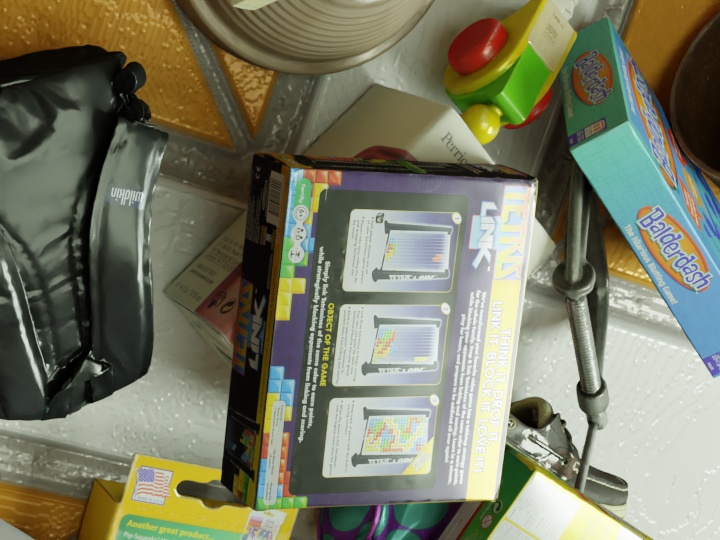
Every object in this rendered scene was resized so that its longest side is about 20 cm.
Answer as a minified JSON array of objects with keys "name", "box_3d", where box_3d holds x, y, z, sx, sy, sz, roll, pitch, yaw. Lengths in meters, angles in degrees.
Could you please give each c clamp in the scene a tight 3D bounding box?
[{"name":"c clamp","box_3d":[0.151,0.028,1.242,0.200,0.027,0.171,76,22,-44]}]

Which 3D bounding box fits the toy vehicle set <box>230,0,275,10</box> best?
[{"name":"toy vehicle set","box_3d":[-0.043,-0.262,1.056,0.026,0.124,0.201,-2,73,-65]}]

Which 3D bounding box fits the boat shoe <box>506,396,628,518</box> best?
[{"name":"boat shoe","box_3d":[0.114,0.119,1.291,0.199,0.073,0.065,23,91,-34]}]

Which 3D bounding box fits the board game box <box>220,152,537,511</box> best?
[{"name":"board game box","box_3d":[0.011,0.035,1.106,0.165,0.057,0.201,2,101,-28]}]

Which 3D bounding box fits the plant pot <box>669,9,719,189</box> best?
[{"name":"plant pot","box_3d":[0.339,-0.080,1.311,0.187,0.187,0.200,-50,133,-7]}]

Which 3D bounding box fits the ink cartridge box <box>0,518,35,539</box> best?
[{"name":"ink cartridge box","box_3d":[-0.201,0.250,1.088,0.200,0.147,0.146,33,93,-7]}]

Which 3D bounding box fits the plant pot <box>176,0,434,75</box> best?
[{"name":"plant pot","box_3d":[-0.017,-0.213,1.135,0.200,0.093,0.202,-7,107,-24]}]

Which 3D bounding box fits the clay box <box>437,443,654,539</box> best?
[{"name":"clay box","box_3d":[0.139,0.210,1.242,0.200,0.048,0.115,35,91,-32]}]

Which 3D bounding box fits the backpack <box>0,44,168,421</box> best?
[{"name":"backpack","box_3d":[-0.187,-0.019,1.080,0.166,0.127,0.201,-14,110,-11]}]

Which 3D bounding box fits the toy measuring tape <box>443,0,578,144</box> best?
[{"name":"toy measuring tape","box_3d":[0.103,-0.153,1.228,0.074,0.073,0.200,49,52,-27]}]

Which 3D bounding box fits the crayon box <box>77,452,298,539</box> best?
[{"name":"crayon box","box_3d":[-0.125,0.214,1.210,0.125,0.052,0.201,14,97,-28]}]

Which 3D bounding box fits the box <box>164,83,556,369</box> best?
[{"name":"box","box_3d":[0.000,0.000,1.185,0.200,0.109,0.128,-45,117,-9]}]

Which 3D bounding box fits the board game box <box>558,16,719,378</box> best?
[{"name":"board game box","box_3d":[0.198,-0.050,1.249,0.045,0.152,0.200,-27,118,18]}]

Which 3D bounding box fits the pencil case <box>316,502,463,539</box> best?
[{"name":"pencil case","box_3d":[0.069,0.185,1.277,0.199,0.093,0.085,23,132,-28]}]
